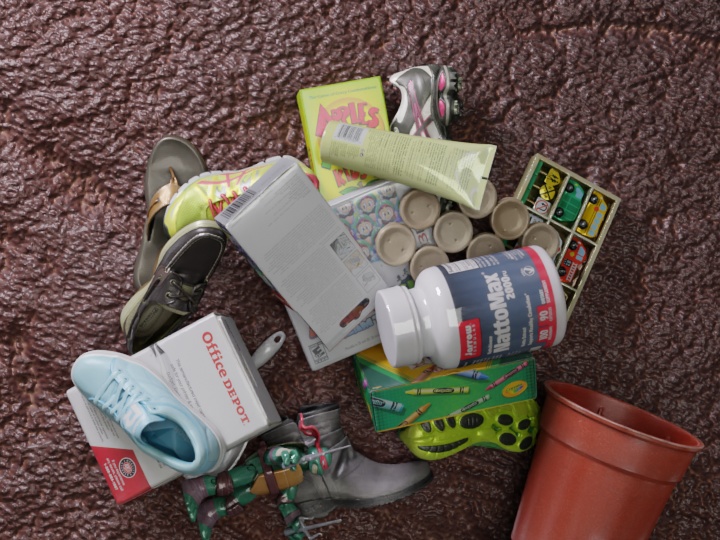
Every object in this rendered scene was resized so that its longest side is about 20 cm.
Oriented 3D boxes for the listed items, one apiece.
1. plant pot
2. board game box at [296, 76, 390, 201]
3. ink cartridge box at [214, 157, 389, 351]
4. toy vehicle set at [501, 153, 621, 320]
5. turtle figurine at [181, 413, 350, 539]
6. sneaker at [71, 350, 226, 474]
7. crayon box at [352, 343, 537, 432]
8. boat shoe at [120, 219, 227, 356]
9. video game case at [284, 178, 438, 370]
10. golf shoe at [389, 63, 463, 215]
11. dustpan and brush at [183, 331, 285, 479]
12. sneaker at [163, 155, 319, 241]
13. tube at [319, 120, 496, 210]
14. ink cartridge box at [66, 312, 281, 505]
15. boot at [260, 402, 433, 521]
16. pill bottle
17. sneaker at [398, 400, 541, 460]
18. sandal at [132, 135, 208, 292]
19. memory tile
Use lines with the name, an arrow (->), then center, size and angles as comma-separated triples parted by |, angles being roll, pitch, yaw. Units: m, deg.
plant pot -> 0.281, 0.261, 1.415 | 0.199, 0.201, 0.197 | 19, 96, -7
board game box -> -0.009, -0.126, 1.437 | 0.101, 0.048, 0.202 | -11, 92, -7
ink cartridge box -> -0.063, -0.017, 1.345 | 0.109, 0.050, 0.200 | -42, 116, -10
toy vehicle set -> 0.230, -0.028, 1.471 | 0.124, 0.027, 0.201 | 26, 82, -7
turtle figurine -> -0.100, 0.248, 1.365 | 0.199, 0.101, 0.150 | -18, 125, -2
sneaker -> -0.235, 0.150, 1.275 | 0.199, 0.082, 0.074 | 31, 90, 8
crayon box -> 0.099, 0.123, 1.413 | 0.198, 0.119, 0.059 | -11, 113, -7
boat shoe -> -0.211, 0.026, 1.360 | 0.073, 0.065, 0.200 | 17, 127, -31
video game case -> 0.000, 0.000, 1.408 | 0.199, 0.024, 0.183 | -22, 104, -4
golf shoe -> 0.081, -0.151, 1.446 | 0.087, 0.077, 0.202 | 0, 88, 12
dustpan and brush -> -0.164, 0.149, 1.424 | 0.140, 0.057, 0.200 | 43, 92, 6
sneaker -> -0.135, -0.083, 1.374 | 0.199, 0.090, 0.079 | -27, 113, -22
tube -> 0.052, -0.127, 1.362 | 0.199, 0.052, 0.058 | 14, 125, 15
ink cartridge box -> -0.211, 0.157, 1.355 | 0.199, 0.084, 0.145 | -27, 83, 6
boot -> -0.017, 0.221, 1.429 | 0.198, 0.070, 0.133 | -12, 90, -7
pill bottle -> 0.124, 0.048, 1.350 | 0.198, 0.120, 0.121 | -12, 92, -10
sneaker -> 0.136, 0.186, 1.447 | 0.199, 0.083, 0.075 | -1, 94, -26
sandal -> -0.230, -0.060, 1.406 | 0.081, 0.055, 0.202 | 14, 89, -7
memory tile -> 0.129, -0.033, 1.407 | 0.199, 0.017, 0.154 | 34, 91, -15
